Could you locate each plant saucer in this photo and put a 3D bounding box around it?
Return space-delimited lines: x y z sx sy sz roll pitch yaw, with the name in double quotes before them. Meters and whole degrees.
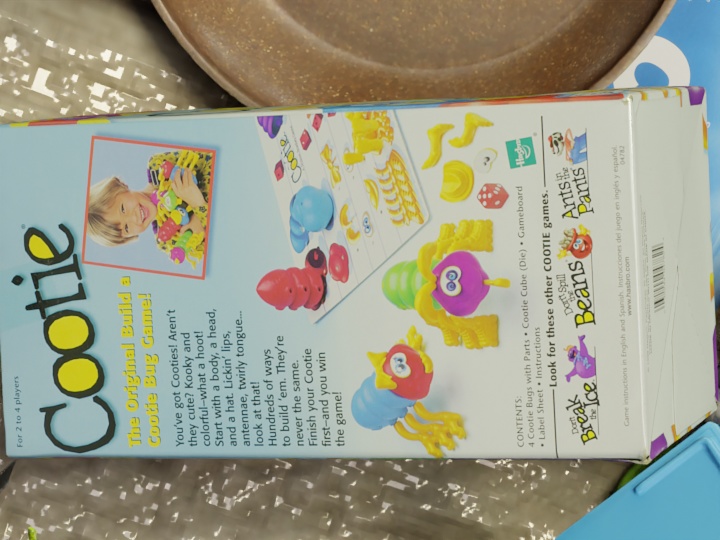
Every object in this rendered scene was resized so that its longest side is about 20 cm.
"plant saucer" 0.018 -0.137 0.843 0.200 0.037 0.201 3 101 15

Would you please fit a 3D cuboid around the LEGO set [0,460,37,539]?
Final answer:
"LEGO set" -0.150 0.165 0.823 0.200 0.116 0.154 -43 133 -7

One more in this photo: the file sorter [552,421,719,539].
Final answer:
"file sorter" 0.085 0.177 0.802 0.200 0.139 0.123 -39 140 9

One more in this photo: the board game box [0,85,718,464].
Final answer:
"board game box" 0.000 0.000 0.794 0.199 0.103 0.105 -1 95 19

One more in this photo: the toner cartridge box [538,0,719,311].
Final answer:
"toner cartridge box" 0.097 -0.045 0.882 0.095 0.043 0.200 28 90 -31

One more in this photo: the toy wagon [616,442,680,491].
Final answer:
"toy wagon" 0.140 0.136 0.925 0.200 0.040 0.155 -40 103 -11

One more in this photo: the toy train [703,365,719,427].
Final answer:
"toy train" 0.211 0.023 0.857 0.200 0.085 0.114 -27 58 -19
